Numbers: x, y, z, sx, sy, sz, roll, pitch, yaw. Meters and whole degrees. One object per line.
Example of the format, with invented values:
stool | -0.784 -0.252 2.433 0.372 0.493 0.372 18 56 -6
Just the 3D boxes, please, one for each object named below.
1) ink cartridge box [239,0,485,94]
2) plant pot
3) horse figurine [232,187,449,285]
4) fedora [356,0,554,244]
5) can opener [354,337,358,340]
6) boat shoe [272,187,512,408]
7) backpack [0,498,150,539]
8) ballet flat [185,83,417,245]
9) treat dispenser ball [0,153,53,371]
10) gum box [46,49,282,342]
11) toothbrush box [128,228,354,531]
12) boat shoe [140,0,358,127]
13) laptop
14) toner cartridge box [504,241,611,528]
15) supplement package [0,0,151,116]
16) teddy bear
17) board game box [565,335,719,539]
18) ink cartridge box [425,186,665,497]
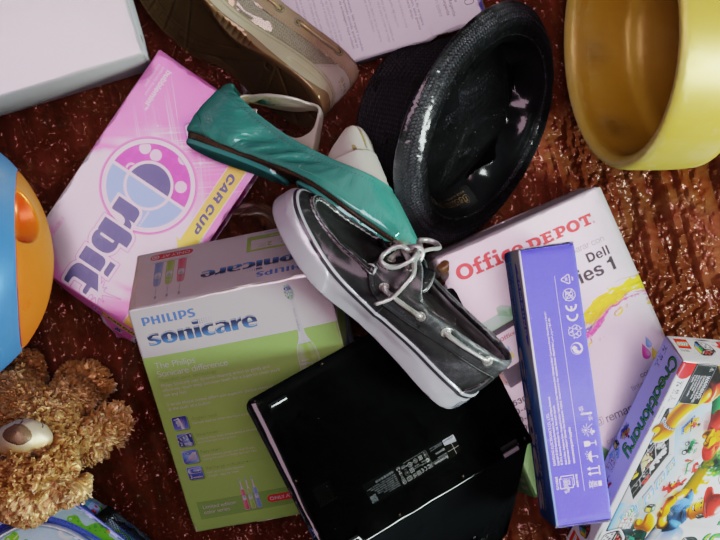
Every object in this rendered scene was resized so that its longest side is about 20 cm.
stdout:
ink cartridge box | -0.024 -0.256 1.659 0.199 0.043 0.197 -16 90 -6
plant pot | 0.278 -0.177 1.608 0.188 0.201 0.201 -2 88 -19
horse figurine | 0.000 0.000 1.621 0.200 0.133 0.050 30 67 18
fedora | 0.061 -0.121 1.619 0.091 0.200 0.201 21 87 31
can opener | -0.036 0.065 1.640 0.200 0.066 0.053 25 88 -7
boat shoe | 0.025 0.009 1.479 0.068 0.074 0.199 -38 99 26
backpack | -0.242 0.246 1.579 0.200 0.147 0.183 38 84 2
ballet flat | -0.034 -0.083 1.549 0.200 0.067 0.071 27 87 19
treat dispenser ball | -0.319 -0.006 1.518 0.200 0.201 0.202 0 88 -3
gum box | -0.161 -0.052 1.631 0.113 0.066 0.200 34 87 0
toothbrush box | -0.075 0.079 1.573 0.145 0.086 0.200 -12 119 5
boat shoe | -0.091 -0.192 1.604 0.200 0.072 0.065 38 56 5
laptop | 0.018 0.149 1.567 0.187 0.116 0.200 -28 93 -26
toner cartridge box | 0.142 0.082 1.547 0.043 0.095 0.201 -8 89 -3
supplement package | -0.269 -0.182 1.604 0.199 0.117 0.117 -17 89 -3
teddy bear | -0.238 0.109 1.567 0.145 0.200 0.067 23 116 8
board game box | 0.247 0.141 1.596 0.126 0.035 0.200 5 123 -26
ink cartridge box | 0.152 0.053 1.638 0.145 0.084 0.200 -24 90 -4
